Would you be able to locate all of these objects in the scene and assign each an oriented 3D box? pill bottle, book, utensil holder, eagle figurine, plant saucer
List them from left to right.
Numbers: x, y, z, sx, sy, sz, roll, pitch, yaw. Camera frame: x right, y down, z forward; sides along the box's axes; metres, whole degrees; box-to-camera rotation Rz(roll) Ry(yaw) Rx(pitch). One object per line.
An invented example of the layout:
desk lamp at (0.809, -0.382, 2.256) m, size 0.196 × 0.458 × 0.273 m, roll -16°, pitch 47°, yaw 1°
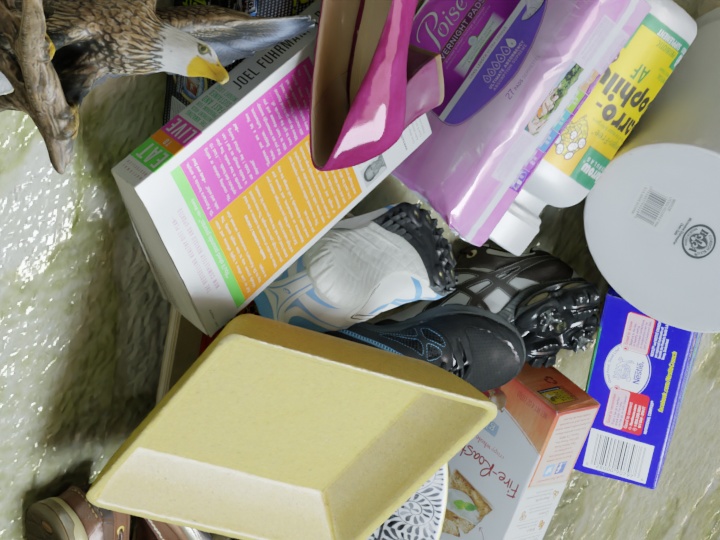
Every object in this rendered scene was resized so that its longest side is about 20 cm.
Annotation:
eagle figurine at (-0.121, -0.144, 1.337) m, size 0.152 × 0.151 × 0.200 m, roll -37°, pitch -171°, yaw 50°
book at (-0.049, -0.073, 1.483) m, size 0.200 × 0.048 × 0.134 m, roll -40°, pitch 141°, yaw -18°
plant saucer at (-0.047, 0.099, 1.556) m, size 0.199 × 0.049 × 0.200 m, roll 16°, pitch 136°, yaw -28°
pill bottle at (0.132, -0.116, 1.677) m, size 0.201 × 0.113 × 0.113 m, roll -55°, pitch 146°, yaw 5°
utensil holder at (0.268, -0.074, 1.767) m, size 0.200 × 0.169 × 0.171 m, roll -53°, pitch 157°, yaw -47°

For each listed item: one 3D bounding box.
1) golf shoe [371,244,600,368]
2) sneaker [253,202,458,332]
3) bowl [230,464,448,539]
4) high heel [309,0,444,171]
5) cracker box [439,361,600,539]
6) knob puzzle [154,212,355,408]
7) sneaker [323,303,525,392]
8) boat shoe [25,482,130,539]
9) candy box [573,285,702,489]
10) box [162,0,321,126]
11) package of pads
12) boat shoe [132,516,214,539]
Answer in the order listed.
golf shoe at (0.074, 0.032, 1.775) m, size 0.198 × 0.095 × 0.078 m, roll -9°, pitch 133°, yaw -27°
sneaker at (0.000, 0.000, 1.626) m, size 0.072 × 0.072 × 0.199 m, roll -21°, pitch 175°, yaw 32°
bowl at (-0.033, 0.172, 1.744) m, size 0.200 × 0.094 × 0.203 m, roll -23°, pitch 120°, yaw -47°
high heel at (-0.007, -0.157, 1.405) m, size 0.096 × 0.067 × 0.201 m, roll -35°, pitch 122°, yaw -32°
cracker box at (0.085, 0.150, 1.848) m, size 0.057 × 0.134 × 0.201 m, roll -8°, pitch 126°, yaw -46°
knob puzzle at (-0.061, 0.030, 1.655) m, size 0.219 × 0.030 × 0.221 m, roll -33°, pitch 143°, yaw -28°
sneaker at (0.032, 0.072, 1.661) m, size 0.198 × 0.082 × 0.074 m, roll 0°, pitch 125°, yaw -29°
boat shoe at (-0.179, 0.225, 1.659) m, size 0.067 × 0.072 × 0.201 m, roll -26°, pitch 136°, yaw -30°
candy box at (0.228, 0.039, 1.892) m, size 0.200 × 0.076 × 0.170 m, roll -60°, pitch 163°, yaw -53°
box at (-0.040, -0.166, 1.487) m, size 0.159 × 0.044 × 0.201 m, roll -22°, pitch 136°, yaw -36°
package of pads at (0.084, -0.131, 1.598) m, size 0.201 × 0.120 × 0.076 m, roll -55°, pitch 151°, yaw 6°
boat shoe at (-0.130, 0.213, 1.707) m, size 0.071 × 0.076 × 0.201 m, roll -30°, pitch 138°, yaw -8°
